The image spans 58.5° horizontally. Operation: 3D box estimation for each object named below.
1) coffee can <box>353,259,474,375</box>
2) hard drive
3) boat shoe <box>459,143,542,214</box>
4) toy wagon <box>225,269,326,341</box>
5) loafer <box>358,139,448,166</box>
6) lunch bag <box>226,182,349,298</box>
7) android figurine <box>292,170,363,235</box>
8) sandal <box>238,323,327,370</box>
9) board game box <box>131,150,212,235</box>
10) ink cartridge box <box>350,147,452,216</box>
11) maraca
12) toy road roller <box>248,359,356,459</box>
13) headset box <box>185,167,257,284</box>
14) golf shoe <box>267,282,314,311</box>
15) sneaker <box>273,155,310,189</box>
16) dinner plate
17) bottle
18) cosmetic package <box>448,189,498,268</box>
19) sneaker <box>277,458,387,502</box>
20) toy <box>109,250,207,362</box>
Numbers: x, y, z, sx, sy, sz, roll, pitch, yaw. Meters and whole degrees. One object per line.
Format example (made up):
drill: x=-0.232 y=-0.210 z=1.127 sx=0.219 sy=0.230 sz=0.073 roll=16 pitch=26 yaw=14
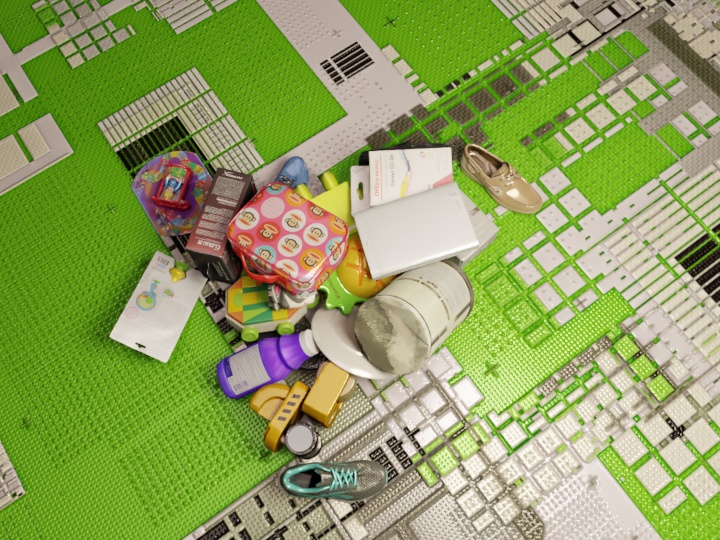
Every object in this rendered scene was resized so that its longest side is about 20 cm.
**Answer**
coffee can: x=0.100 y=0.076 z=1.156 sx=0.146 sy=0.147 sz=0.200 roll=38 pitch=36 yaw=13
hard drive: x=0.099 y=-0.072 z=1.172 sx=0.199 sy=0.026 sz=0.132 roll=-17 pitch=72 yaw=1
boat shoe: x=0.291 y=-0.190 z=1.336 sx=0.200 sy=0.065 sz=0.071 roll=36 pitch=75 yaw=13
toy wagon: x=-0.161 y=0.055 z=1.249 sx=0.199 sy=0.040 sz=0.156 roll=-9 pitch=50 yaw=-1
loafer: x=0.095 y=-0.239 z=1.361 sx=0.199 sy=0.068 sz=0.071 roll=-1 pitch=63 yaw=-4
lunch bag: x=-0.136 y=-0.049 z=1.158 sx=0.200 sy=0.082 sz=0.176 roll=33 pitch=68 yaw=15
android figurine: x=-0.052 y=-0.097 z=1.303 sx=0.182 sy=0.041 sz=0.201 roll=-30 pitch=91 yaw=-16
sandal: x=-0.145 y=0.133 z=1.250 sx=0.200 sy=0.048 sz=0.076 roll=24 pitch=74 yaw=23
board game box: x=-0.393 y=-0.174 z=1.361 sx=0.158 sy=0.039 sz=0.200 roll=-31 pitch=73 yaw=-9
ink cartridge box: x=0.077 y=-0.168 z=1.248 sx=0.199 sy=0.068 sz=0.117 roll=-3 pitch=75 yaw=4
maraca: x=0.000 y=0.000 z=1.226 sx=0.200 sy=0.107 sz=0.137 roll=-32 pitch=88 yaw=-26
toy road roller: x=-0.109 y=0.236 z=1.166 sx=0.146 sy=0.123 sz=0.200 roll=30 pitch=74 yaw=11
headset box: x=-0.265 y=-0.075 z=1.263 sx=0.075 sy=0.149 sz=0.201 roll=14 pitch=68 yaw=6
golf shoe: x=-0.135 y=-0.017 z=1.234 sx=0.088 sy=0.077 sz=0.201 roll=-3 pitch=65 yaw=-4
sneaker: x=-0.159 y=-0.150 z=1.321 sx=0.078 sy=0.089 sz=0.201 roll=18 pitch=72 yaw=6
dinner plate: x=0.007 y=0.119 z=1.193 sx=0.199 sy=0.024 sz=0.201 roll=18 pitch=33 yaw=-12
bottle: x=-0.169 y=0.168 z=1.185 sx=0.199 sy=0.065 sz=0.084 roll=-27 pitch=79 yaw=19
cosmetic package: x=0.171 y=-0.109 z=1.301 sx=0.107 sy=0.090 sz=0.200 roll=-41 pitch=77 yaw=-8
sneaker: x=-0.051 y=0.372 z=1.135 sx=0.199 sy=0.091 sz=0.078 roll=-5 pitch=71 yaw=0
toy: x=-0.394 y=0.072 z=1.264 sx=0.115 sy=0.047 sz=0.201 roll=28 pitch=62 yaw=-14
